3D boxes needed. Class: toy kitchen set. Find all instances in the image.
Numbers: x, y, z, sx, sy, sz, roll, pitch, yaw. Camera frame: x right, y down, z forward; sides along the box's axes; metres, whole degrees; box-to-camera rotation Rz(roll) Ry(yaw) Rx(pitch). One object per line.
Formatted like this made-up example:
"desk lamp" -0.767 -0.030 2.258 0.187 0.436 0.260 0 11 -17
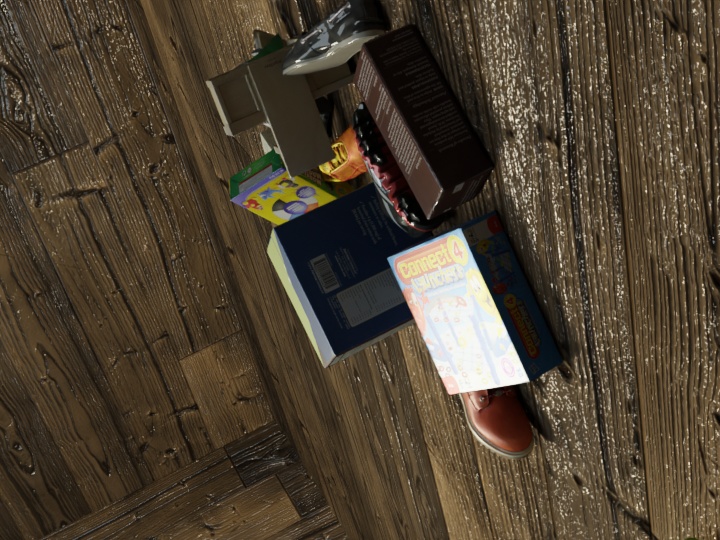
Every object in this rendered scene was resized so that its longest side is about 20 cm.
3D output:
"toy kitchen set" -0.109 -0.233 1.673 0.164 0.199 0.180 69 166 -15

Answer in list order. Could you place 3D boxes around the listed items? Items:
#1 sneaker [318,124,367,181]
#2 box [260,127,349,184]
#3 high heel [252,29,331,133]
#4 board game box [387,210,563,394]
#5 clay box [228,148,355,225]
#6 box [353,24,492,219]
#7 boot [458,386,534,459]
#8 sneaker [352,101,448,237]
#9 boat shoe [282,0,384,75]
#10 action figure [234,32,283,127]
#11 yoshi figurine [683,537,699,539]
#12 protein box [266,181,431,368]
"sneaker" -0.019 -0.165 1.718 0.074 0.077 0.200 65 166 6
"box" -0.093 -0.170 1.992 0.201 0.082 0.069 57 164 38
"high heel" -0.121 -0.286 1.896 0.200 0.071 0.143 52 157 16
"board game box" 0.136 0.046 1.437 0.197 0.056 0.200 65 153 -1
"clay box" -0.096 -0.115 1.834 0.199 0.114 0.048 27 -135 -43
"box" 0.070 -0.173 1.363 0.201 0.074 0.100 64 167 12
"boot" 0.172 0.156 1.568 0.201 0.074 0.108 59 161 29
"sneaker" 0.044 -0.127 1.546 0.202 0.070 0.098 60 164 15
"boat shoe" -0.037 -0.299 1.498 0.199 0.066 0.058 -13 86 53
"action figure" -0.110 -0.244 1.782 0.054 0.118 0.201 -3 128 55
"yoshi figurine" 0.347 0.374 1.199 0.112 0.111 0.202 -178 66 -83
"protein box" 0.000 0.000 1.665 0.200 0.199 0.135 63 167 7
